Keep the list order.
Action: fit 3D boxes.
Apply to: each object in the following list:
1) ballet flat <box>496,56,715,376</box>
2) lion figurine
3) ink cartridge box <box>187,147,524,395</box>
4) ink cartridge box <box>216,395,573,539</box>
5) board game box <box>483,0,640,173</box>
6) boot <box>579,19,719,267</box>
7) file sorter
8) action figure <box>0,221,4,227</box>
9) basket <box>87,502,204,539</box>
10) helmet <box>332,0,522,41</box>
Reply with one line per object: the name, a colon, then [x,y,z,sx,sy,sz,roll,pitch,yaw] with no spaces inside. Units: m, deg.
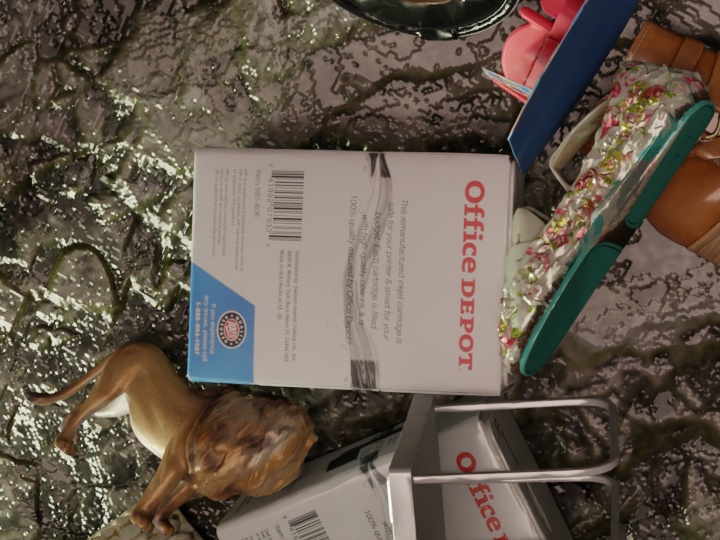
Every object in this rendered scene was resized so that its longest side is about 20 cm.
ballet flat: [0.128,-0.034,0.901,0.064,0.076,0.200,36,95,25]
lion figurine: [-0.129,0.096,1.037,0.200,0.072,0.123,36,88,25]
ink cartridge box: [0.000,0.000,0.976,0.199,0.084,0.145,3,90,12]
ink cartridge box: [0.030,0.183,1.030,0.199,0.083,0.147,-24,97,17]
board game box: [0.115,-0.139,0.873,0.039,0.200,0.158,33,92,10]
boot: [0.233,-0.105,0.927,0.155,0.077,0.200,38,116,5]
file sorter: [0.091,0.185,0.903,0.124,0.139,0.201,-3,102,9]
action figure: [-0.339,0.012,1.043,0.200,0.149,0.134,-36,100,4]
basket: [-0.185,0.282,1.044,0.200,0.198,0.161,-38,89,21]
helmet: [0.047,-0.249,0.862,0.199,0.200,0.191,16,64,8]
